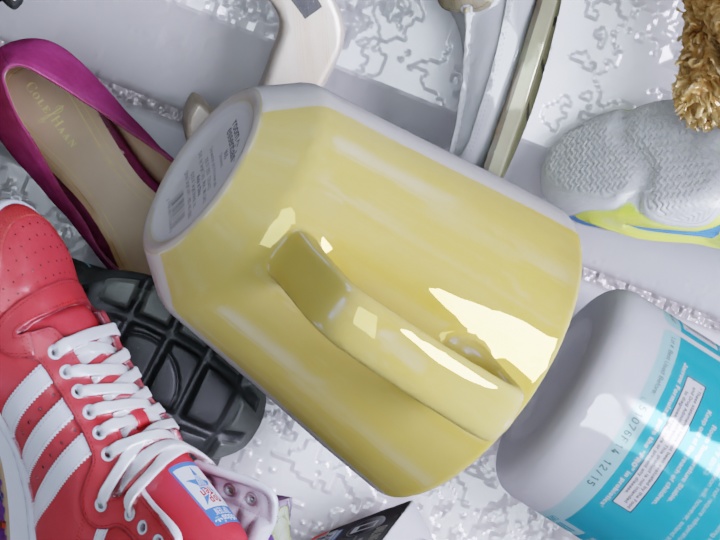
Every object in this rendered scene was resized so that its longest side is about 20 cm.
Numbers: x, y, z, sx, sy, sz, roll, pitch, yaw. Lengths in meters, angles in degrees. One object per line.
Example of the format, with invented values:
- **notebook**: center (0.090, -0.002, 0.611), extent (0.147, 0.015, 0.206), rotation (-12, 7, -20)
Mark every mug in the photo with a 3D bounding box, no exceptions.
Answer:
- **mug**: center (0.000, -0.006, 0.823), extent (0.153, 0.186, 0.150), rotation (34, 65, -22)

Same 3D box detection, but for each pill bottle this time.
- **pill bottle**: center (0.171, 0.103, 0.899), extent (0.200, 0.111, 0.111), rotation (32, 93, -6)

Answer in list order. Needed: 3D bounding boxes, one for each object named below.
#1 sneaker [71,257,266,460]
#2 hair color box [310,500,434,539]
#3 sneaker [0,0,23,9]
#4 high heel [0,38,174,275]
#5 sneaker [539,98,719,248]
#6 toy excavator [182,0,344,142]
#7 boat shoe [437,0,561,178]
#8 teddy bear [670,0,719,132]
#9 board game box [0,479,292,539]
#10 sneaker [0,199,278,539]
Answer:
- **sneaker**: center (-0.134, 0.022, 0.888), extent (0.200, 0.079, 0.076), rotation (28, 88, -10)
- **hair color box**: center (0.029, 0.222, 0.896), extent (0.064, 0.111, 0.200), rotation (-23, 97, 23)
- **sneaker**: center (-0.167, -0.221, 0.864), extent (0.098, 0.071, 0.201), rotation (9, 93, -5)
- **high heel**: center (-0.098, -0.020, 0.875), extent (0.200, 0.096, 0.067), rotation (44, 91, -7)
- **sneaker**: center (0.187, -0.023, 0.906), extent (0.200, 0.105, 0.076), rotation (1, 52, 23)
- **toy excavator**: center (-0.037, -0.161, 0.874), extent (0.194, 0.100, 0.200), rotation (-37, 105, 2)
- **boat shoe**: center (0.062, -0.141, 0.891), extent (0.068, 0.075, 0.201), rotation (13, 91, 4)
- **teddy bear**: center (0.181, -0.123, 0.842), extent (0.067, 0.145, 0.200), rotation (1, 61, -33)
- **board game box**: center (-0.118, 0.151, 0.871), extent (0.200, 0.032, 0.120), rotation (2, 92, 32)
- **sneaker**: center (-0.100, 0.064, 0.793), extent (0.112, 0.071, 0.201), rotation (-7, 98, 37)
